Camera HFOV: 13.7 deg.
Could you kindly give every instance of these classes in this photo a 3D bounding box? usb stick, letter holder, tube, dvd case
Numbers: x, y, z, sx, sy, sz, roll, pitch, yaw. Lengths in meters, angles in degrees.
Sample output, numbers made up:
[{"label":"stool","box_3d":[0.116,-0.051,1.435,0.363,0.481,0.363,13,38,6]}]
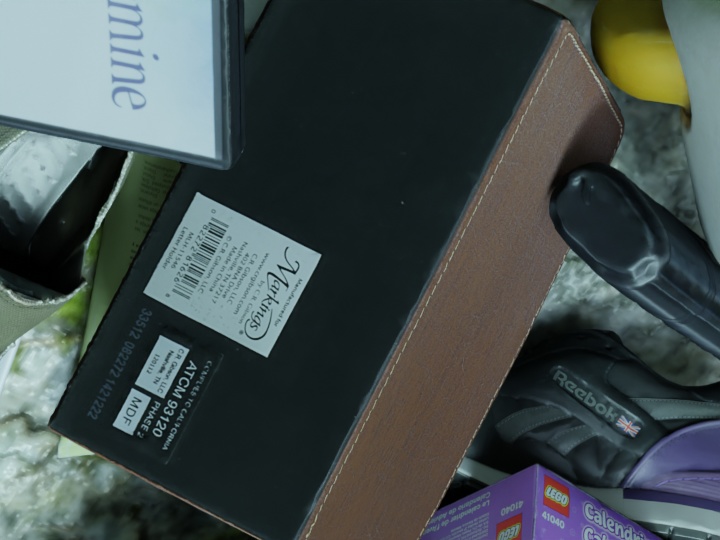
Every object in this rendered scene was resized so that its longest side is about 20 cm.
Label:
[{"label":"usb stick","box_3d":[0.124,0.006,1.109,0.033,0.055,0.200,-47,152,7]},{"label":"letter holder","box_3d":[0.000,0.000,1.054,0.200,0.101,0.142,-63,160,-5]},{"label":"tube","box_3d":[-0.067,-0.014,1.090,0.058,0.052,0.200,18,125,15]},{"label":"dvd case","box_3d":[-0.131,-0.107,0.914,0.200,0.018,0.143,11,131,12]}]

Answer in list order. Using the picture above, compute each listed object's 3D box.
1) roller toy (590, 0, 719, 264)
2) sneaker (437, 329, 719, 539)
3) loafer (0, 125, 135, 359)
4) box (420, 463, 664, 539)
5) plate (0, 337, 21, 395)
[{"label":"roller toy","box_3d":[0.200,-0.078,1.052,0.182,0.200,0.140,-30,126,-21]},{"label":"sneaker","box_3d":[0.065,0.062,1.173,0.200,0.088,0.076,15,153,-7]},{"label":"loafer","box_3d":[-0.136,-0.007,1.015,0.075,0.070,0.200,22,112,-29]},{"label":"box","box_3d":[0.045,0.152,1.178,0.137,0.039,0.200,32,137,-32]},{"label":"plate","box_3d":[-0.207,-0.017,1.048,0.199,0.032,0.200,11,117,-25]}]
